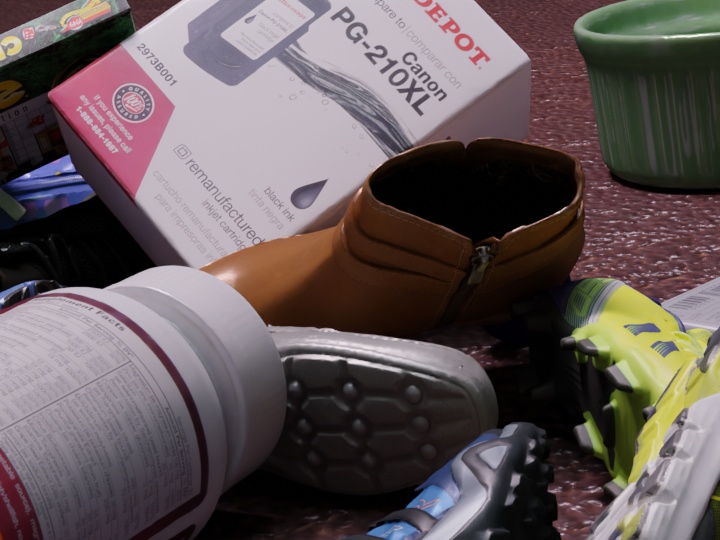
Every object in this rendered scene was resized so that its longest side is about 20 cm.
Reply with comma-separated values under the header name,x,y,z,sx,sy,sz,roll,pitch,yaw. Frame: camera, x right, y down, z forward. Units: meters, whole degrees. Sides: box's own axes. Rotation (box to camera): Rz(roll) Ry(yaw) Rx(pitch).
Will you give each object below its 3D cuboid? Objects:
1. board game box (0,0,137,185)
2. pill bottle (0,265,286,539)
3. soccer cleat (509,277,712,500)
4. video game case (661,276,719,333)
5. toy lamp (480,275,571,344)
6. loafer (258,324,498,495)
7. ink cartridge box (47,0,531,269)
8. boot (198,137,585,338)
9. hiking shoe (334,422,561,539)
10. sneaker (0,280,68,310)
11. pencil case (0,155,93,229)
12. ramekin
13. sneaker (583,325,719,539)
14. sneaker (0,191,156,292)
name,x,y,z,sx,sy,sz,roll,pitch,yaw
board game box,-0.202,-0.071,1.009,0.199,0.024,0.105,-26,-26,-9
pill bottle,-0.116,0.070,0.702,0.109,0.110,0.200,1,17,31
soccer cleat,0.118,0.042,0.776,0.083,0.065,0.200,-7,14,-9
video game case,0.254,0.014,0.896,0.199,0.024,0.181,-19,19,-40
toy lamp,0.049,-0.013,1.033,0.058,0.059,0.200,-11,14,-13
loafer,-0.030,0.050,0.810,0.199,0.070,0.070,-1,22,31
ink cartridge box,-0.032,-0.079,1.001,0.200,0.145,0.084,-37,-21,-13
boot,0.000,0.000,0.846,0.198,0.077,0.155,-5,-15,-4
hiking shoe,0.008,0.098,0.602,0.086,0.075,0.200,-1,16,20
sneaker,-0.191,0.054,0.878,0.078,0.076,0.200,-2,14,32
pencil case,-0.149,-0.046,1.212,0.199,0.079,0.087,-6,-9,9
ramekin,0.238,-0.119,1.252,0.199,0.098,0.200,-7,15,2
sneaker,0.120,0.082,0.607,0.084,0.075,0.200,34,44,3
sneaker,-0.148,0.003,1.044,0.198,0.077,0.114,-15,18,-15
